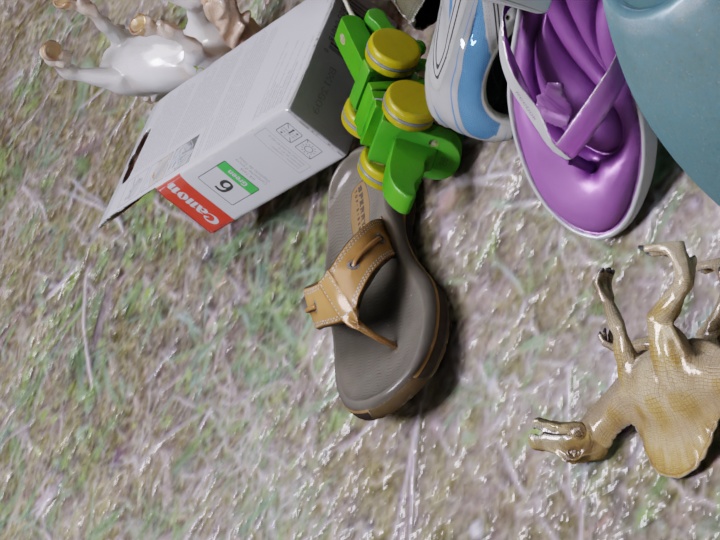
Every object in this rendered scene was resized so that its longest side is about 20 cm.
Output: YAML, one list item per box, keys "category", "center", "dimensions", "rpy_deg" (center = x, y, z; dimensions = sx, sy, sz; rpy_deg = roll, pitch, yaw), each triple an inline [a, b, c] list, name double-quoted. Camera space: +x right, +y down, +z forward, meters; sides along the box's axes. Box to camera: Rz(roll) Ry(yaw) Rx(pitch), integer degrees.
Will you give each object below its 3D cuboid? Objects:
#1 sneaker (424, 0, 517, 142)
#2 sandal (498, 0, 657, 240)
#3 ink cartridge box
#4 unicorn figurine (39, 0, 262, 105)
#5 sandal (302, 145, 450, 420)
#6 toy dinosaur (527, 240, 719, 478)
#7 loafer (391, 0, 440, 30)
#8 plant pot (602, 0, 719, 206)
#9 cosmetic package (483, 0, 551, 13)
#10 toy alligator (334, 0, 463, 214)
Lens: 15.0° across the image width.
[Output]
- category: "sneaker"
  center: [0.071, -0.163, 1.406]
  dimensions: [0.072, 0.072, 0.201]
  rpy_deg: [11, 117, 27]
- category: "sandal"
  center: [0.096, -0.104, 1.297]
  dimensions: [0.082, 0.050, 0.204]
  rpy_deg: [18, 125, 33]
- category: "ink cartridge box"
  center: [-0.069, -0.085, 1.629]
  dimensions: [0.200, 0.050, 0.109]
  rpy_deg: [-29, 31, 46]
- category: "unicorn figurine"
  center: [-0.134, -0.141, 1.737]
  dimensions: [0.199, 0.137, 0.074]
  rpy_deg: [16, 83, 42]
- category: "sandal"
  center: [0.000, 0.000, 1.473]
  dimensions: [0.082, 0.054, 0.201]
  rpy_deg: [-42, 36, 32]
- category: "toy dinosaur"
  center: [0.149, 0.042, 1.230]
  dimensions: [0.200, 0.058, 0.102]
  rpy_deg: [-22, 65, 60]
- category: "loafer"
  center: [0.084, -0.187, 1.481]
  dimensions: [0.200, 0.075, 0.070]
  rpy_deg: [-25, 80, 46]
- category: "plant pot"
  center: [0.185, -0.124, 1.198]
  dimensions: [0.200, 0.134, 0.201]
  rpy_deg: [-37, 39, 38]
- category: "cosmetic package"
  center: [0.013, -0.240, 1.275]
  dimensions: [0.200, 0.122, 0.201]
  rpy_deg: [18, 94, 53]
- category: "toy alligator"
  center: [0.020, -0.107, 1.512]
  dimensions: [0.059, 0.054, 0.201]
  rpy_deg: [113, 151, -42]
